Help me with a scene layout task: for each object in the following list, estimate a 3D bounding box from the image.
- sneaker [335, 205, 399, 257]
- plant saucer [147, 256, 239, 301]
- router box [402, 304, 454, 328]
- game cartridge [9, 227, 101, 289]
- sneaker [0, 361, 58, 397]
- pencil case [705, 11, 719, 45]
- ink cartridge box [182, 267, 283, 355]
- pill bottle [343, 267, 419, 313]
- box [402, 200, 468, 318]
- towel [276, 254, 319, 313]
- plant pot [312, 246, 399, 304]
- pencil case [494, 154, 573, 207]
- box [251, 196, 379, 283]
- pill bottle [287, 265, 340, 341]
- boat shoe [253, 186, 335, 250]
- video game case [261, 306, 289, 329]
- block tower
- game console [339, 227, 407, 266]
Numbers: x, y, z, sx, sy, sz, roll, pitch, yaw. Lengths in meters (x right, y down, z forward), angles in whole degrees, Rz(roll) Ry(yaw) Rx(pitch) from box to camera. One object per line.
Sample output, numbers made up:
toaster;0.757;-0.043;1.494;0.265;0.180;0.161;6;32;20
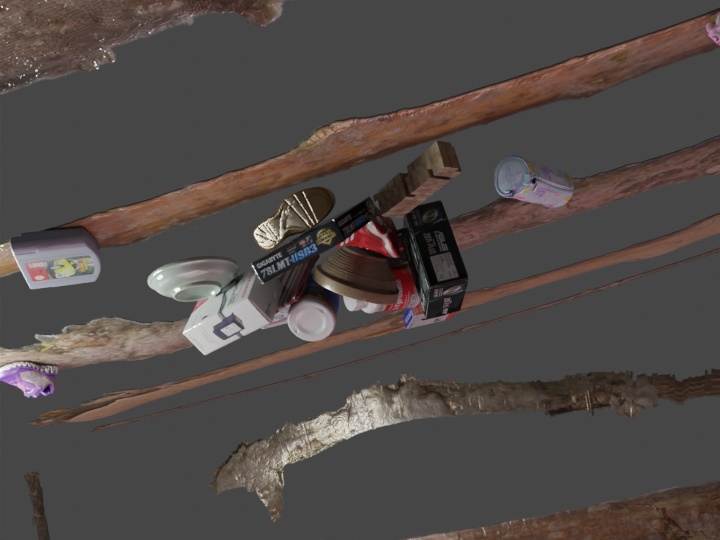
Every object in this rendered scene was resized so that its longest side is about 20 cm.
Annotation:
sneaker;0.010;-0.076;1.395;0.115;0.079;0.200;-11;152;18
plant saucer;-0.365;0.028;1.421;0.199;0.050;0.200;-13;162;-4
router box;0.255;0.146;2.304;0.179;0.049;0.200;-12;163;-8
game cartridge;-0.540;-0.019;1.157;0.133;0.041;0.200;-12;163;-21
sneaker;-0.919;0.306;1.774;0.080;0.089;0.200;-18;162;16
pencil case;0.565;-0.378;0.861;0.083;0.087;0.200;21;156;-6
ink cartridge box;-0.289;0.087;1.470;0.200;0.145;0.084;-26;119;22
pill bottle;0.059;0.056;1.751;0.199;0.113;0.112;-7;161;-26
box;0.159;-0.022;1.404;0.086;0.201;0.164;-13;153;-5
towel;-0.175;0.047;1.508;0.023;0.144;0.200;36;140;-18
plant pot;0.000;0.000;1.450;0.200;0.093;0.201;17;-170;-3
pencil case;0.356;-0.179;1.305;0.090;0.084;0.200;0;177;42
box;-0.081;-0.060;1.229;0.200;0.050;0.198;-26;-172;27
pill bottle;-0.104;0.068;1.519;0.112;0.112;0.200;-19;-154;13
boat shoe;-0.116;-0.104;1.206;0.200;0.072;0.072;-32;-175;36
video game case;-0.212;0.121;1.882;0.199;0.024;0.182;-14;163;-1
block tower;0.105;-0.163;1.196;0.054;0.058;0.200;-1;159;-36
game console;0.061;-0.052;1.569;0.199;0.031;0.177;-18;157;8
